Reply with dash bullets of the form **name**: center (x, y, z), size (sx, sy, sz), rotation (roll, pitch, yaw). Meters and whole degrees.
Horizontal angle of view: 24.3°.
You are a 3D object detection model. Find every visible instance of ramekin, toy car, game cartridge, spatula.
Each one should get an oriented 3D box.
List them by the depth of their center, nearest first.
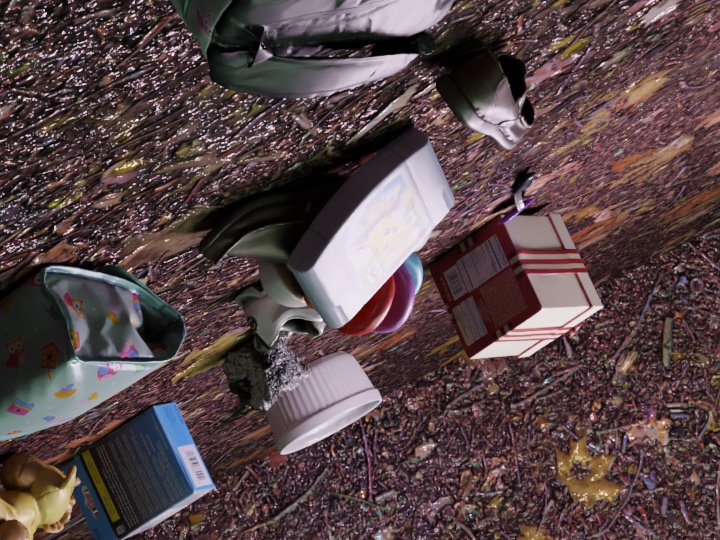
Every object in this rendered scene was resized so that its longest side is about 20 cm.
- **game cartridge**: center (0.013, -0.047, 1.738), size (0.200, 0.040, 0.134), rotation (-48, 142, -13)
- **toy car**: center (0.000, 0.000, 1.880), size (0.174, 0.151, 0.199), rotation (-34, 168, 28)
- **spatula**: center (0.220, -0.102, 2.304), size (0.056, 0.021, 0.200), rotation (-39, 169, -10)
- **ramekin**: center (-0.072, 0.220, 2.842), size (0.198, 0.106, 0.200), rotation (-28, 170, -5)

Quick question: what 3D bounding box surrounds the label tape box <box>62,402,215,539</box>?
- **label tape box**: center (-0.331, 0.307, 2.485), size (0.199, 0.144, 0.066), rotation (-33, 167, 26)

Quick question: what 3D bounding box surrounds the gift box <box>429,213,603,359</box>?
- **gift box**: center (0.227, 0.024, 2.516), size (0.199, 0.187, 0.186), rotation (-32, 160, 38)

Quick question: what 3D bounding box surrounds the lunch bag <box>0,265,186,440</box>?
- **lunch bag**: center (-0.285, 0.081, 1.630), size (0.170, 0.123, 0.199), rotation (-34, 162, 25)

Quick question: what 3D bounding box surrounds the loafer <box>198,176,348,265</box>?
- **loafer**: center (-0.075, -0.040, 1.717), size (0.199, 0.072, 0.073), rotation (-21, 167, -35)

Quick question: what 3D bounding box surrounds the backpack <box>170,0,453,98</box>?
- **backpack**: center (-0.027, -0.190, 1.002), size (0.198, 0.127, 0.167), rotation (-20, 155, -31)

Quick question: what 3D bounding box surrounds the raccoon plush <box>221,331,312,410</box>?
- **raccoon plush**: center (-0.102, 0.120, 2.363), size (0.133, 0.097, 0.200), rotation (-28, 172, -45)

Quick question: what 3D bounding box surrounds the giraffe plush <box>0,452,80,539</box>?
- **giraffe plush**: center (-0.455, 0.315, 2.231), size (0.171, 0.201, 0.162), rotation (5, -135, 47)

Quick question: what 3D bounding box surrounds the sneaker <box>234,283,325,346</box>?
- **sneaker**: center (-0.054, 0.035, 2.086), size (0.198, 0.089, 0.074), rotation (-25, 168, -24)

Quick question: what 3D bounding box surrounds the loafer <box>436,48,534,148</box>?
- **loafer**: center (0.139, -0.168, 1.622), size (0.071, 0.073, 0.200), rotation (-38, 170, 16)
